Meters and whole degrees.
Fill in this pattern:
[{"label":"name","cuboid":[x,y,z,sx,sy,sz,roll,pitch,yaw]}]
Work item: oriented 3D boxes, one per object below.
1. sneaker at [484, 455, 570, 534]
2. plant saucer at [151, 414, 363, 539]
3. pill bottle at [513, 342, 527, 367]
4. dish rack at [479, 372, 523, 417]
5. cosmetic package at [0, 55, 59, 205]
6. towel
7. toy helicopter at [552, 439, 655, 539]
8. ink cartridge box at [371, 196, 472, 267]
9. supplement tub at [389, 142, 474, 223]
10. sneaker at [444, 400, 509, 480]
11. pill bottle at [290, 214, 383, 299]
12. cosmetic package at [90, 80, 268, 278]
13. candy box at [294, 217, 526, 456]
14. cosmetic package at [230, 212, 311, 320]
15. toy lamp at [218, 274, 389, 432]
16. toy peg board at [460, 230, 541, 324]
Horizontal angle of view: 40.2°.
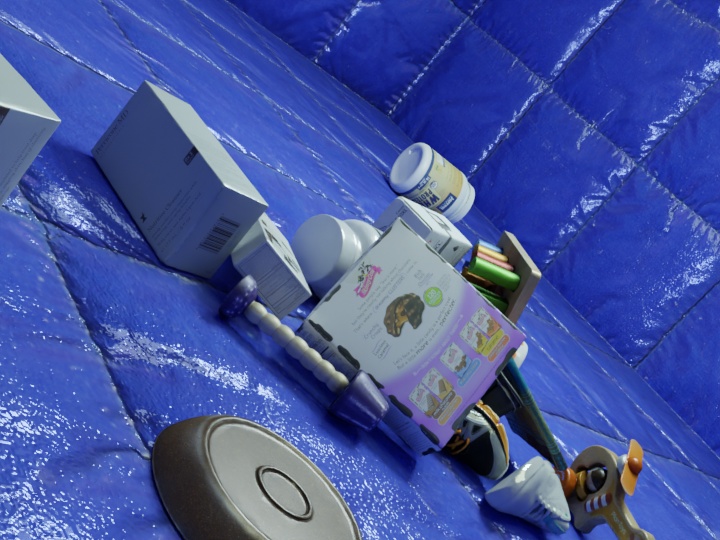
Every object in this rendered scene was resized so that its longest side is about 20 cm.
[{"label":"sneaker","cuboid":[0.212,0.275,1.165,0.089,0.075,0.200,59,17,20]},{"label":"plant saucer","cuboid":[-0.066,0.176,0.737,0.200,0.035,0.200,38,14,-11]},{"label":"pill bottle","cuboid":[0.137,0.088,1.445,0.200,0.114,0.114,41,13,-3]},{"label":"dish rack","cuboid":[0.132,0.129,1.278,0.154,0.054,0.200,56,-6,8]},{"label":"cosmetic package","cuboid":[-0.343,-0.143,0.766,0.200,0.113,0.081,47,14,16]},{"label":"towel","cuboid":[0.192,0.156,1.276,0.201,0.022,0.147,61,-8,-18]},{"label":"toy helicopter","cuboid":[0.333,0.300,1.276,0.079,0.132,0.200,35,14,-27]},{"label":"ink cartridge box","cuboid":[0.077,-0.025,1.568,0.083,0.145,0.200,47,14,21]},{"label":"supplement tub","cuboid":[0.188,-0.223,2.557,0.199,0.145,0.145,33,15,-30]},{"label":"sneaker","cuboid":[0.097,0.172,1.172,0.200,0.078,0.077,50,45,9]},{"label":"pill bottle","cuboid":[0.000,0.000,1.319,0.199,0.120,0.120,25,20,-50]},{"label":"cosmetic package","cuboid":[-0.202,-0.101,1.079,0.200,0.113,0.081,48,14,32]},{"label":"candy box","cuboid":[0.055,0.073,1.088,0.200,0.168,0.072,43,-24,0]},{"label":"cosmetic package","cuboid":[-0.110,-0.019,1.130,0.083,0.050,0.200,54,1,-21]},{"label":"toy lamp","cuboid":[-0.055,0.088,1.009,0.200,0.058,0.058,42,13,3]},{"label":"toy peg board","cuboid":[0.182,0.041,1.587,0.097,0.202,0.199,22,17,-13]}]
